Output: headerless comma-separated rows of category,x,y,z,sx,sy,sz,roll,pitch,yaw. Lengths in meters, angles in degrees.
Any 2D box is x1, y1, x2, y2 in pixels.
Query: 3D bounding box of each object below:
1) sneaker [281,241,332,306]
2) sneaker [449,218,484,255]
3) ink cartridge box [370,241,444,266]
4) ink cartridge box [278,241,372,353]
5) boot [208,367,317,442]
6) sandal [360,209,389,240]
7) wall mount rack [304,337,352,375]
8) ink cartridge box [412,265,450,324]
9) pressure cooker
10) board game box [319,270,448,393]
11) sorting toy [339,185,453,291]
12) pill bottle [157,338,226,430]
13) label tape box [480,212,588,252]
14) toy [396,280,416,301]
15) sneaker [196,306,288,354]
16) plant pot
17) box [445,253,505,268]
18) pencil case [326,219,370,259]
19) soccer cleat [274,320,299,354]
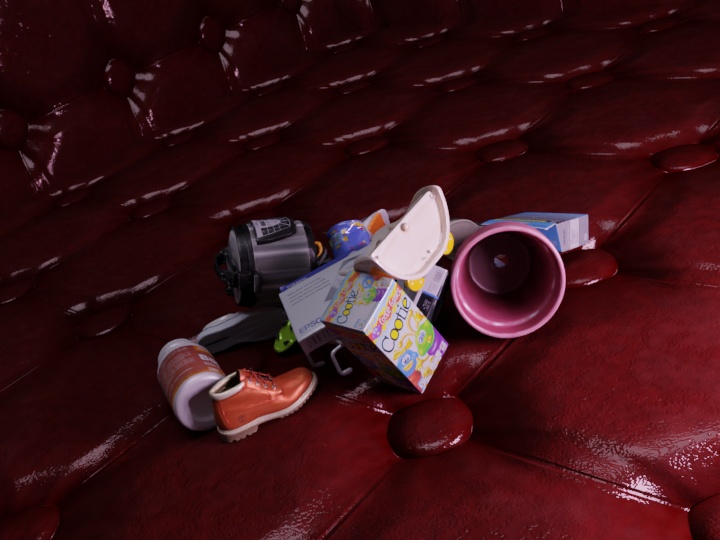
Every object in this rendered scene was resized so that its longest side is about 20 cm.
sneaker,-0.137,0.010,1.876,0.078,0.078,0.200,7,37,37
sneaker,0.186,-0.067,1.687,0.106,0.075,0.199,13,5,38
ink cartridge box,0.067,-0.026,1.770,0.199,0.068,0.117,-13,-12,9
ink cartridge box,-0.048,0.033,1.557,0.199,0.041,0.200,-29,40,-1
boot,-0.169,0.207,1.488,0.199,0.108,0.075,-27,26,-22
sandal,0.006,-0.073,1.944,0.059,0.080,0.207,3,35,30
wall mount rack,-0.007,0.120,1.570,0.173,0.075,0.200,-35,17,-24
ink cartridge box,0.131,0.047,1.550,0.039,0.100,0.200,22,0,10
pressure cooker,-0.196,-0.010,1.732,0.199,0.180,0.176,-5,-21,-16
board game box,0.043,0.103,1.423,0.103,0.200,0.105,11,63,44
sorting toy,0.049,-0.036,1.475,0.180,0.107,0.200,-8,33,52
pill bottle,-0.311,0.202,1.573,0.112,0.113,0.200,-26,28,-16
label tape box,0.346,-0.073,1.683,0.143,0.067,0.199,5,14,36
toy,0.112,0.008,1.648,0.115,0.047,0.201,-12,58,67
sneaker,-0.243,0.110,1.753,0.199,0.073,0.071,-15,30,5
plant pot,0.259,0.004,1.545,0.199,0.201,0.179,-14,11,7
box,0.232,-0.023,1.754,0.038,0.042,0.200,-22,28,-15
pencil case,0.000,0.000,1.675,0.086,0.201,0.078,-12,-19,-21
soccer cleat,-0.089,0.098,1.697,0.200,0.081,0.067,-48,41,-11
